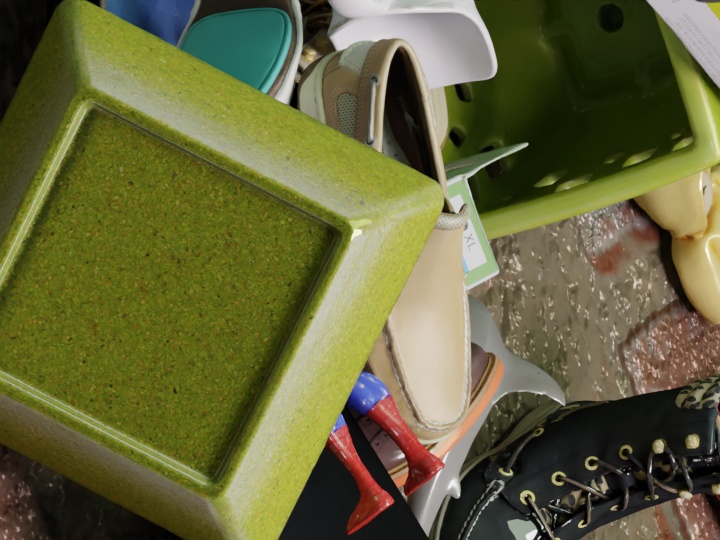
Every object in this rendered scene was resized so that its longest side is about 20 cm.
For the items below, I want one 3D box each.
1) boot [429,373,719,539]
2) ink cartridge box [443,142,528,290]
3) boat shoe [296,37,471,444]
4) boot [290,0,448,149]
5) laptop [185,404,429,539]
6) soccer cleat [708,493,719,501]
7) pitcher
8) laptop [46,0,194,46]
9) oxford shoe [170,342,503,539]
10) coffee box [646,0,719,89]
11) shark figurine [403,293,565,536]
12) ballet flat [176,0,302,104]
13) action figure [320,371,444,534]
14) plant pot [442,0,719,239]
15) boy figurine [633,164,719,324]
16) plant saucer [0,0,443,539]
[{"bbox_3d":[0.135,0.122,1.601,0.204,0.153,0.074,-43,112,-50],"label":"boot"},{"bbox_3d":[0.000,0.000,1.480,0.200,0.104,0.060,-28,98,-40],"label":"ink cartridge box"},{"bbox_3d":[0.022,-0.015,1.383,0.071,0.076,0.201,-16,90,-40],"label":"boat shoe"},{"bbox_3d":[-0.025,-0.139,1.545,0.155,0.072,0.201,-27,106,-59],"label":"boot"},{"bbox_3d":[-0.054,0.186,1.380,0.178,0.199,0.103,58,3,-20],"label":"laptop"},{"bbox_3d":[0.273,0.166,1.838,0.085,0.068,0.201,-36,102,-47],"label":"soccer cleat"},{"bbox_3d":[0.009,-0.209,1.454,0.172,0.121,0.201,35,49,-68],"label":"pitcher"},{"bbox_3d":[-0.098,-0.120,1.423,0.115,0.200,0.188,5,71,-16],"label":"laptop"},{"bbox_3d":[-0.013,0.083,1.442,0.200,0.071,0.073,-33,102,-22],"label":"oxford shoe"},{"bbox_3d":[0.245,-0.236,1.501,0.200,0.197,0.201,42,36,-43],"label":"coffee box"},{"bbox_3d":[0.064,0.082,1.536,0.089,0.128,0.215,13,53,-3],"label":"shark figurine"},{"bbox_3d":[-0.057,-0.118,1.438,0.069,0.069,0.201,42,35,-36],"label":"ballet flat"},{"bbox_3d":[-0.055,0.040,1.349,0.065,0.099,0.200,-29,82,-41],"label":"action figure"},{"bbox_3d":[0.128,-0.145,1.656,0.181,0.199,0.200,-28,99,-60],"label":"plant pot"},{"bbox_3d":[0.247,-0.022,1.869,0.200,0.064,0.125,46,49,-37],"label":"boy figurine"},{"bbox_3d":[-0.092,0.009,1.270,0.201,0.199,0.048,-63,179,6],"label":"plant saucer"}]
